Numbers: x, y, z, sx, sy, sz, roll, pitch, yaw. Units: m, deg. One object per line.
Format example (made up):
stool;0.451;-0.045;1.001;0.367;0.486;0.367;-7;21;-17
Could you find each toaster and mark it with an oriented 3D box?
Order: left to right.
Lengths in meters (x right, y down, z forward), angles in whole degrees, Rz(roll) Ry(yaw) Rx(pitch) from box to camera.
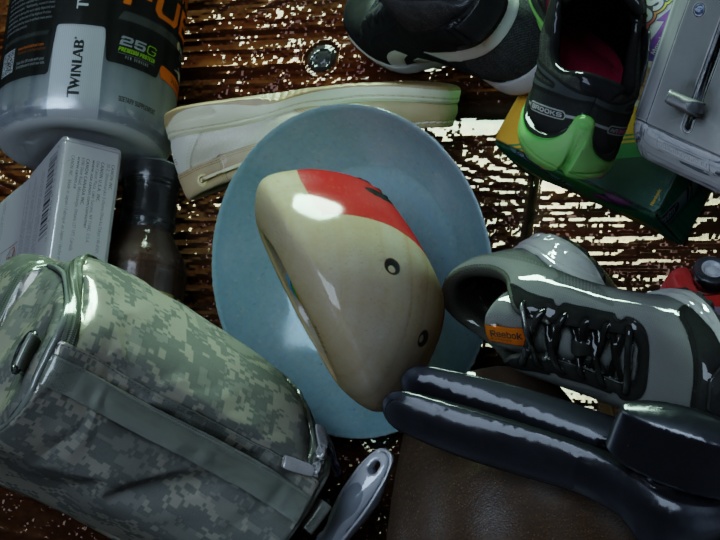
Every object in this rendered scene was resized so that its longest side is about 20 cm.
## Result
toaster;0.236;-0.094;0.993;0.113;0.199;0.130;32;102;42

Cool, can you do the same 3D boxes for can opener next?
can opener;0.107;0.085;0.912;0.198;0.063;0.079;15;110;25

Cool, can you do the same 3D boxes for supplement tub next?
supplement tub;-0.178;-0.172;1.254;0.121;0.122;0.202;-4;71;25

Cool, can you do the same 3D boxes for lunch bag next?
lunch bag;-0.126;0.085;1.050;0.140;0.199;0.167;-62;24;-8

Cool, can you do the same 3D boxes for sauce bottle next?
sauce bottle;-0.145;0.028;1.201;0.064;0.065;0.202;-3;69;25

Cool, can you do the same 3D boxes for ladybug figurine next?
ladybug figurine;-0.004;0.002;1.024;0.071;0.137;0.200;-27;21;-5

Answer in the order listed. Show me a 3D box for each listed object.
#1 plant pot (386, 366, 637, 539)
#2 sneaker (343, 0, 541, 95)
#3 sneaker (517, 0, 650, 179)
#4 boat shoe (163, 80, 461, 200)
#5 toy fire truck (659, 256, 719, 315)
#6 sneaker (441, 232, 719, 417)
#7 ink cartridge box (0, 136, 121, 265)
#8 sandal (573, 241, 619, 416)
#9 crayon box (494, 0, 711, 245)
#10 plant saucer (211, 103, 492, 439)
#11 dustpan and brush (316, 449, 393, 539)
plant pot;0.085;0.158;0.985;0.186;0.187;0.201;-26;50;16
sneaker;0.031;-0.173;1.124;0.199;0.112;0.073;21;78;53
sneaker;0.132;-0.140;1.014;0.076;0.084;0.201;14;49;-10
boat shoe;-0.028;-0.081;1.183;0.198;0.074;0.070;-6;93;21
toy fire truck;0.264;0.051;0.953;0.198;0.049;0.142;-6;45;-9
sneaker;0.116;0.037;0.956;0.200;0.079;0.075;26;119;54
ink cartridge box;-0.215;0.033;1.222;0.176;0.044;0.202;152;127;-62
sandal;0.150;0.065;1.027;0.054;0.080;0.201;-34;54;-1
crayon box;0.182;-0.131;1.094;0.118;0.058;0.201;27;86;32
plant saucer;0.000;0.000;1.129;0.199;0.039;0.203;2;94;31
dustpan and brush;-0.033;0.191;1.077;0.139;0.057;0.201;37;91;32
